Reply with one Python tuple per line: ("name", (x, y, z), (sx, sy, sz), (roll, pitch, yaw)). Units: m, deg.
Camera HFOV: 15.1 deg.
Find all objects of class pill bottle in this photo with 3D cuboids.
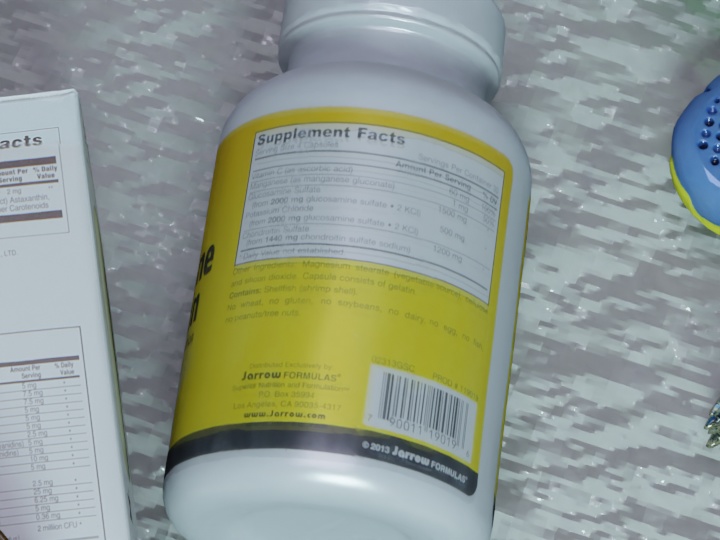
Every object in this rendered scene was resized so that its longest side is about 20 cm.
("pill bottle", (0.000, 0.000, 0.935), (0.111, 0.112, 0.201), (7, 66, 3))

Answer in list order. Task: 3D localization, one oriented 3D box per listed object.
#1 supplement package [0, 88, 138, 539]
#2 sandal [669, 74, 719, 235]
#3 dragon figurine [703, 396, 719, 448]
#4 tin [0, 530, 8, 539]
("supplement package", (-0.150, 0.071, 0.881), (0.150, 0.152, 0.201), (-7, 66, -6))
("sandal", (0.203, -0.073, 0.980), (0.199, 0.087, 0.080), (-23, 70, -7))
("dragon figurine", (0.185, 0.043, 0.935), (0.099, 0.059, 0.200), (32, 80, 14))
("tin", (-0.170, 0.083, 0.772), (0.112, 0.042, 0.200), (-42, 74, -14))
